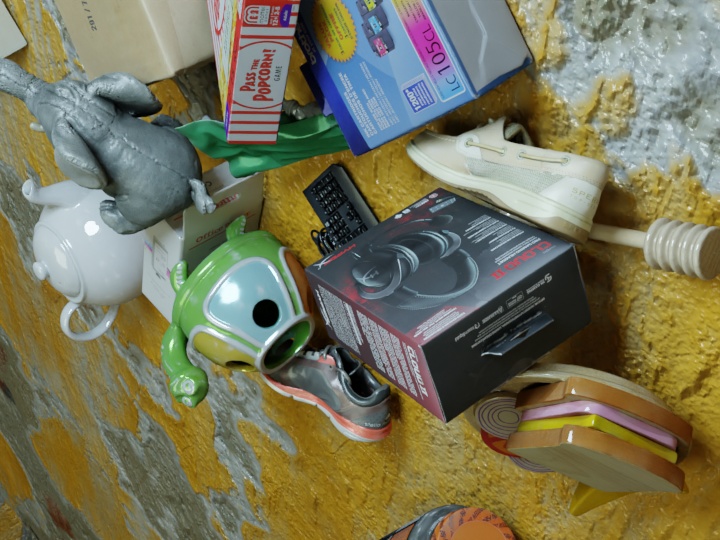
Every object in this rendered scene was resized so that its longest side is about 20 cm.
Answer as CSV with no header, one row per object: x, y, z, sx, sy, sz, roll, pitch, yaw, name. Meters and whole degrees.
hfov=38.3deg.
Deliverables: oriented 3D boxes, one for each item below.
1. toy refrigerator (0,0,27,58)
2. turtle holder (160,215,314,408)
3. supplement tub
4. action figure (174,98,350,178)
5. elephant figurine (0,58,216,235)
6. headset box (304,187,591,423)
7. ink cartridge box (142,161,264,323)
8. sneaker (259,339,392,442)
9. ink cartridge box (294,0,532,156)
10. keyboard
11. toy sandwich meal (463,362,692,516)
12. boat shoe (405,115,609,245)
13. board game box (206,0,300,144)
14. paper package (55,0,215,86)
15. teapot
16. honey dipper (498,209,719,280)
-0.550,-0.325,1.481,0.199,0.070,0.077,-2,122,55,toy refrigerator
-0.133,0.048,1.113,0.132,0.185,0.142,43,143,24,turtle holder
0.082,0.324,1.111,0.123,0.122,0.200,53,148,8,supplement tub
-0.061,-0.132,0.967,0.198,0.118,0.056,-3,75,34,action figure
-0.258,-0.133,1.023,0.154,0.143,0.200,-25,136,22,elephant figurine
0.070,0.022,0.815,0.200,0.148,0.078,31,147,55,headset box
-0.178,-0.042,1.167,0.067,0.116,0.201,44,144,20,ink cartridge box
-0.038,0.107,1.157,0.199,0.077,0.083,29,125,25,sneaker
0.024,-0.179,0.822,0.199,0.076,0.138,-17,102,58,ink cartridge box
0.000,0.000,1.033,0.201,0.039,0.104,58,147,3,keyboard
0.170,0.140,0.818,0.202,0.071,0.206,13,152,7,toy sandwich meal
0.111,-0.082,0.799,0.199,0.072,0.066,33,100,52,boat shoe
-0.094,-0.232,0.872,0.152,0.046,0.202,107,157,-50,board game box
-0.225,-0.289,1.040,0.189,0.103,0.202,0,116,52,paper package
-0.380,-0.024,1.426,0.201,0.145,0.197,56,148,1,teapot
0.178,-0.031,0.775,0.199,0.038,0.038,18,131,50,honey dipper
